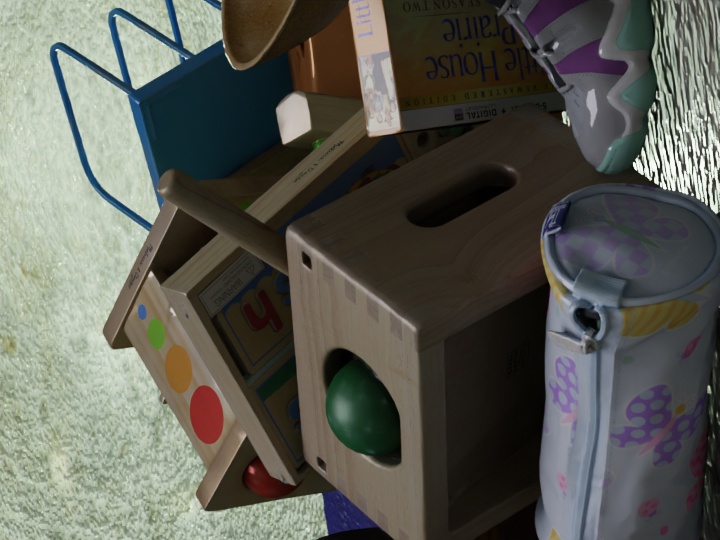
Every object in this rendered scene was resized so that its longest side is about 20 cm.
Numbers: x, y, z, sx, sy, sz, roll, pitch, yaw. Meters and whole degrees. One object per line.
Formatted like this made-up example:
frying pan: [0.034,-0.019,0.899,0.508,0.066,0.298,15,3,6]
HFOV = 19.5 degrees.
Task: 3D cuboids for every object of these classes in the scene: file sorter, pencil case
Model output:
file sorter: [-0.085,-0.127,1.384,0.123,0.200,0.139,35,148,39]
pencil case: [0.122,0.056,0.959,0.200,0.083,0.091,86,-162,-44]

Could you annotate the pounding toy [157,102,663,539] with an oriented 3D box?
pounding toy: [0.029,0.018,1.027,0.142,0.200,0.184,38,144,39]

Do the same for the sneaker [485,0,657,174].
sneaker: [0.059,-0.138,0.984,0.078,0.140,0.200,146,116,-84]

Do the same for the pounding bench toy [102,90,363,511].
pounding bench toy: [-0.029,0.018,1.175,0.156,0.124,0.200,56,133,32]

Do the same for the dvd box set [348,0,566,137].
dvd box set: [0.048,-0.174,1.080,0.029,0.146,0.200,-6,93,48]

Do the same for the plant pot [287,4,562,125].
plant pot: [0.029,-0.148,1.250,0.200,0.140,0.200,171,90,-83]

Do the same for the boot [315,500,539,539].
boot: [0.082,0.161,1.015,0.200,0.188,0.069,-151,58,-64]

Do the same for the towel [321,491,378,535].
towel: [0.036,0.186,1.299,0.148,0.050,0.200,23,129,52]

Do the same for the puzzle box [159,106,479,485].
puzzle box: [0.000,0.000,1.095,0.025,0.200,0.133,15,141,50]

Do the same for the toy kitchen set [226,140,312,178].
toy kitchen set: [0.039,0.007,1.378,0.163,0.180,0.200,35,150,38]

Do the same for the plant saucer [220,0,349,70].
plant saucer: [-0.016,-0.185,0.962,0.200,0.035,0.200,-167,90,-73]
